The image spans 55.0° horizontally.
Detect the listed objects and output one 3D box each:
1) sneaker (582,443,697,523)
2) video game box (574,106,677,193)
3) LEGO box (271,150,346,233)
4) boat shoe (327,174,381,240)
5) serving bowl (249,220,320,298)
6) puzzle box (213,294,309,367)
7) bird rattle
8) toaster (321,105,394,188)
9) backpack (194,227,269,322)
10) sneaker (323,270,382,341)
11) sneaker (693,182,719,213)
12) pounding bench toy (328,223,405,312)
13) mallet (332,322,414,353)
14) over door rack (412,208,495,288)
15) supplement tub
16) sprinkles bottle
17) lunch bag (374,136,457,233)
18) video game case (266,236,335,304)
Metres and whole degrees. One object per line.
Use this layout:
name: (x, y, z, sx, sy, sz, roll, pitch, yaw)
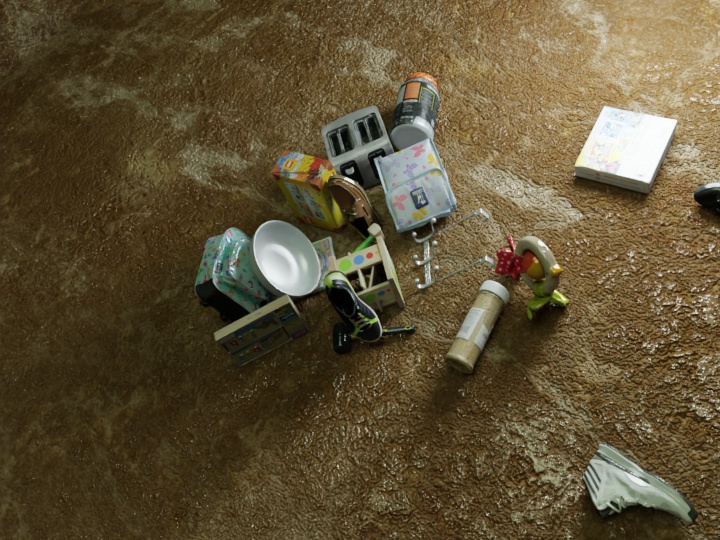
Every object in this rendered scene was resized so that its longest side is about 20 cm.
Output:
sneaker: (0.487, 0.413, 1.235, 0.199, 0.076, 0.116, 31, 80, 42)
video game box: (0.635, -0.292, 1.658, 0.179, 0.047, 0.203, 21, 67, 28)
LEGO box: (-0.120, -0.200, 1.777, 0.146, 0.202, 0.078, 18, 64, 28)
boat shoe: (-0.013, -0.152, 1.707, 0.071, 0.199, 0.069, -16, 46, 37)
serving bowl: (-0.194, -0.018, 1.690, 0.065, 0.197, 0.205, -34, 43, 40)
puzzle box: (-0.231, 0.146, 1.630, 0.196, 0.134, 0.026, -28, 50, 1)
bird rattle: (0.379, -0.007, 1.500, 0.110, 0.165, 0.204, -15, 60, -14)
toaster: (0.000, -0.329, 1.871, 0.176, 0.120, 0.204, -20, 53, 5)
backpack: (-0.310, -0.001, 1.722, 0.148, 0.177, 0.204, -25, 46, 27)
sneaker: (-0.022, 0.093, 1.514, 0.071, 0.201, 0.083, -33, 22, 13)
sneaker: (0.811, -0.122, 1.469, 0.194, 0.061, 0.106, 11, 57, 22)
pounding bench toy: (0.000, 0.000, 1.647, 0.152, 0.125, 0.204, -20, 53, 7)
mallet: (0.028, 0.154, 1.592, 0.193, 0.042, 0.068, -2, 57, 14)
over door rack: (0.209, -0.057, 1.620, 0.196, 0.067, 0.151, -19, 52, 26)
supplement tub: (0.150, -0.430, 1.880, 0.119, 0.123, 0.205, 1, 57, 20)
sprinkles bottle: (0.255, 0.122, 1.506, 0.067, 0.069, 0.203, 19, 66, 30)
lunch bag: (0.141, -0.208, 1.736, 0.165, 0.128, 0.205, -19, 59, 9)
video game case: (-0.154, 0.005, 1.768, 0.195, 0.018, 0.146, -19, 54, 8)
